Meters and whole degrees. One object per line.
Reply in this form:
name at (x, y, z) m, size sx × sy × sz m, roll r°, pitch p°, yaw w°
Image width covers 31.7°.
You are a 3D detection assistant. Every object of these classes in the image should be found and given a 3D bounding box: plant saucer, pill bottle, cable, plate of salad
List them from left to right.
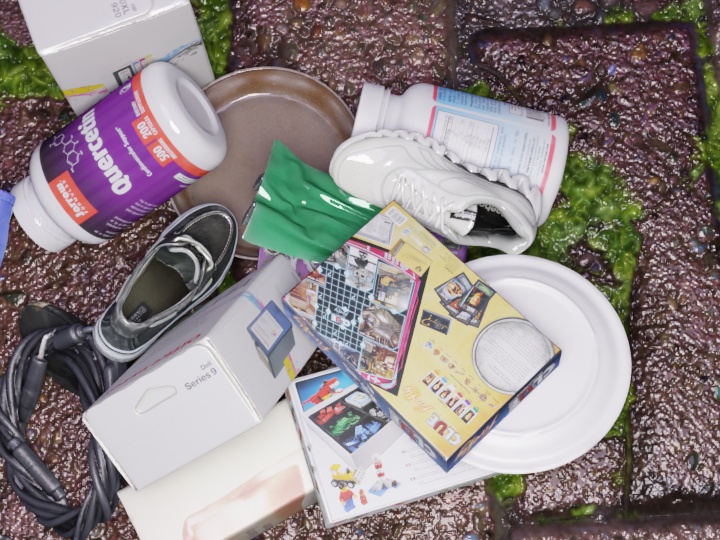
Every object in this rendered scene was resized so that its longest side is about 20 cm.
cable at (-0.275, 0.150, 1.148) m, size 0.162 × 0.051 × 0.202 m, roll -8°, pitch 84°, yaw 32°
pill bottle at (-0.231, -0.101, 1.199) m, size 0.199 × 0.112 × 0.113 m, roll -32°, pitch 76°, yaw 16°
plant saucer at (-0.094, -0.104, 1.258) m, size 0.198 × 0.032 × 0.202 m, roll 0°, pitch 76°, yaw 0°
pill bottle at (0.090, -0.115, 1.208) m, size 0.198 × 0.109 × 0.110 m, roll 14°, pitch 75°, yaw -2°
plate of salad at (0.130, 0.080, 1.084) m, size 0.198 × 0.048 × 0.202 m, roll -2°, pitch 64°, yaw 3°

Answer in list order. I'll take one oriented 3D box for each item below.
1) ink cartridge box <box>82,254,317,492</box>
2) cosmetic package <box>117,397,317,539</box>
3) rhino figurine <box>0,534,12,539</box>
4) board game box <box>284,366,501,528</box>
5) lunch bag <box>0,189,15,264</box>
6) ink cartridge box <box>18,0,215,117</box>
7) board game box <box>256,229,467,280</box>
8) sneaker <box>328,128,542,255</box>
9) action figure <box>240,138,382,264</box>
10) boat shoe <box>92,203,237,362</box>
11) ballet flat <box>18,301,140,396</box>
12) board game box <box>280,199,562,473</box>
ink cartridge box at (-0.128, 0.084, 1.095) m, size 0.145 × 0.200 × 0.088 m, roll -31°, pitch 98°, yaw 23°
cosmetic package at (-0.105, 0.193, 1.142) m, size 0.199 × 0.103 × 0.088 m, roll -28°, pitch 77°, yaw -5°
rhino figurine at (-0.363, 0.324, 1.131) m, size 0.087 × 0.060 × 0.201 m, roll 20°, pitch 76°, yaw 26°
board game box at (0.046, 0.132, 1.100) m, size 0.198 × 0.035 × 0.127 m, roll -14°, pitch 73°, yaw -15°
lunch bag at (-0.426, -0.001, 1.184) m, size 0.198 × 0.124 × 0.172 m, roll 4°, pitch 76°, yaw 17°
ink cartridge box at (-0.238, -0.248, 1.211) m, size 0.144 × 0.200 × 0.148 m, roll -22°, pitch 75°, yaw -5°
board game box at (0.000, 0.000, 1.210) m, size 0.198 × 0.032 × 0.121 m, roll 7°, pitch 79°, yaw -5°
sneaker at (0.068, -0.068, 1.129) m, size 0.198 × 0.076 × 0.081 m, roll 16°, pitch 33°, yaw -2°
action figure at (-0.009, -0.028, 1.164) m, size 0.199 × 0.055 × 0.119 m, roll 26°, pitch 57°, yaw -14°
boat shoe at (-0.162, 0.003, 1.144) m, size 0.072 × 0.071 × 0.200 m, roll 40°, pitch 50°, yaw -9°
ballet flat at (-0.242, 0.092, 1.206) m, size 0.199 × 0.057 × 0.067 m, roll 32°, pitch 117°, yaw 11°
board game box at (0.049, 0.051, 1.059) m, size 0.135 × 0.035 × 0.200 m, roll -40°, pitch 67°, yaw -15°
